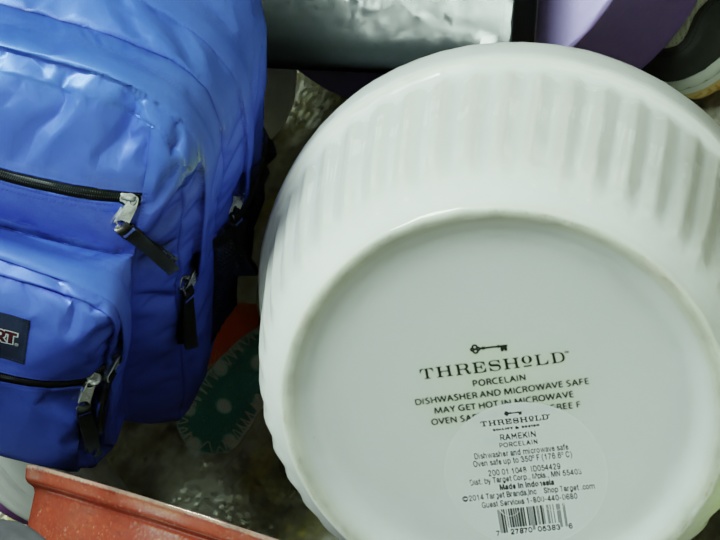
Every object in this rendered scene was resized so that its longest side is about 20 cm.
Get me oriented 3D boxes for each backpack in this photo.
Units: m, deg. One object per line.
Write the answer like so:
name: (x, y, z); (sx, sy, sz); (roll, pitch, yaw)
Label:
backpack: (-0.114, -0.035, 0.917); (0.162, 0.200, 0.168); (12, 49, -1)

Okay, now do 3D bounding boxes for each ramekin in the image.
ramekin: (0.056, 0.027, 0.889); (0.200, 0.200, 0.105); (-27, 20, 18)

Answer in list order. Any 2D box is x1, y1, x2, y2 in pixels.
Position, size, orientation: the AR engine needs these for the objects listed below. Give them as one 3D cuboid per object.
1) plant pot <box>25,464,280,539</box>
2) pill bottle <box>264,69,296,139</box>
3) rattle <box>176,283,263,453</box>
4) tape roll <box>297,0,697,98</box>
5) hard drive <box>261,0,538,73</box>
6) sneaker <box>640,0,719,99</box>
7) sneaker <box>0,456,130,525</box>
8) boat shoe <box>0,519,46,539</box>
plant pot: (-0.061, 0.196, 0.906); (0.200, 0.201, 0.196); (12, 79, 37)
pill bottle: (-0.129, -0.073, 1.109); (0.200, 0.114, 0.115); (-19, 54, 43)
rattle: (0.000, 0.000, 0.979); (0.200, 0.143, 0.130); (-1, 73, 11)
tape roll: (0.045, -0.162, 1.005); (0.200, 0.085, 0.200); (0, 89, 27)
hard drive: (-0.026, -0.150, 0.965); (0.200, 0.033, 0.140); (5, 90, 22)
sneaker: (0.129, -0.171, 1.047); (0.076, 0.088, 0.200); (-9, 62, 26)
sneaker: (-0.150, 0.034, 1.060); (0.100, 0.200, 0.075); (-37, 7, 5)
boat shoe: (-0.145, 0.128, 0.869); (0.063, 0.200, 0.073); (-38, 90, -21)
